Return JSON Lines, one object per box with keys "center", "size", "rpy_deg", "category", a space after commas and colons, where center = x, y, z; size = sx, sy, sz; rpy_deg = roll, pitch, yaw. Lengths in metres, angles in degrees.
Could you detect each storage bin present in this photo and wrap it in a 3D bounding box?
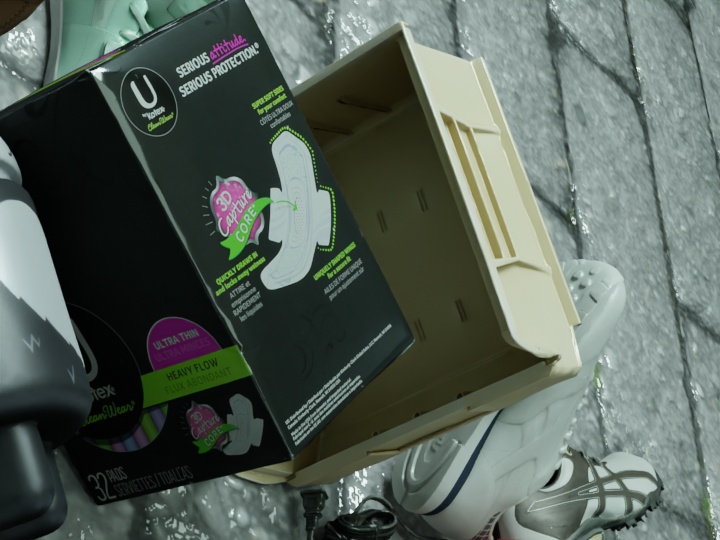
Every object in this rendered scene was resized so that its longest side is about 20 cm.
{"center": [0.000, 0.000, 0.915], "size": [0.093, 0.199, 0.200], "rpy_deg": [5, 63, -57], "category": "storage bin"}

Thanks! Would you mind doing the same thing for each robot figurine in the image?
{"center": [-0.186, 0.023, 0.689], "size": [0.124, 0.150, 0.201], "rpy_deg": [-4, 67, -45], "category": "robot figurine"}

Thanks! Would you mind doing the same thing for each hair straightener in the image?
{"center": [-0.005, 0.159, 0.933], "size": [0.199, 0.041, 0.078], "rpy_deg": [3, 70, -56], "category": "hair straightener"}

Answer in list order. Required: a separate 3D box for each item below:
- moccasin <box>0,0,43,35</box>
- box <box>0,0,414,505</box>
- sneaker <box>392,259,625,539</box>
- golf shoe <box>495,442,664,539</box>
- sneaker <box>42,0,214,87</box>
{"center": [-0.241, -0.200, 0.825], "size": [0.201, 0.077, 0.074], "rpy_deg": [44, 39, -28], "category": "moccasin"}
{"center": [-0.097, -0.008, 0.797], "size": [0.124, 0.148, 0.201], "rpy_deg": [-39, 106, -50], "category": "box"}
{"center": [0.105, 0.083, 1.011], "size": [0.080, 0.200, 0.076], "rpy_deg": [34, 9, -26], "category": "sneaker"}
{"center": [0.154, 0.153, 1.144], "size": [0.095, 0.077, 0.200], "rpy_deg": [62, 30, 0], "category": "golf shoe"}
{"center": [-0.119, -0.125, 0.912], "size": [0.074, 0.118, 0.202], "rpy_deg": [21, 51, -49], "category": "sneaker"}
